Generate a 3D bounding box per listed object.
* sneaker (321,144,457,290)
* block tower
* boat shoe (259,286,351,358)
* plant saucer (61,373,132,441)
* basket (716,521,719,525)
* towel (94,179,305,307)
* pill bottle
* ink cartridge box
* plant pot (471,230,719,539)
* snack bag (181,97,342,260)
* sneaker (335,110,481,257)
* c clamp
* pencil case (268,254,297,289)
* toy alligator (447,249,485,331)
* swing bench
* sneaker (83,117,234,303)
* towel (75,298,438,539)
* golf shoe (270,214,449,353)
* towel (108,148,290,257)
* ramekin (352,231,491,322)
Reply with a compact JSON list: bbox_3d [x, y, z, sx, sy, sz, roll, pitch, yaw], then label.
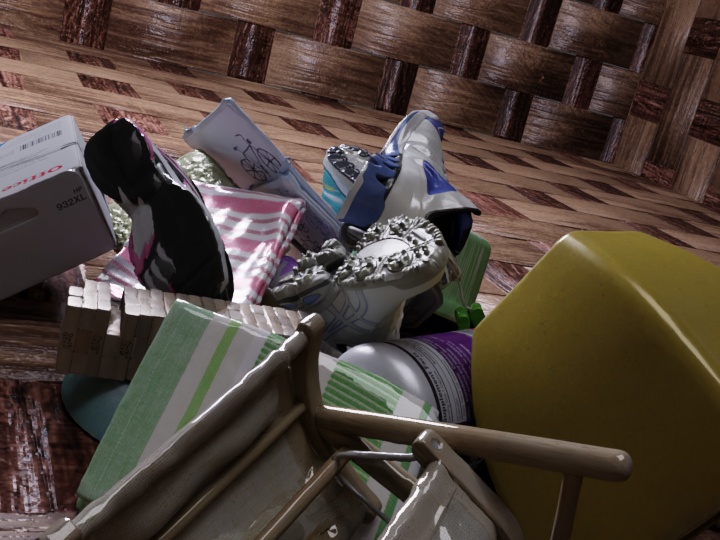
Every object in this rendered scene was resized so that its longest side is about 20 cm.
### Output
[{"bbox_3d":[0.026,-0.046,0.920,0.076,0.081,0.201,-17,53,-34],"label":"sneaker"},{"bbox_3d":[-0.124,0.054,0.678,0.196,0.059,0.054,11,18,-20],"label":"block tower"},{"bbox_3d":[-0.049,0.059,0.813,0.197,0.071,0.071,27,16,12],"label":"boat shoe"},{"bbox_3d":[-0.135,0.090,0.712,0.195,0.037,0.200,15,16,-4],"label":"plant saucer"},{"bbox_3d":[0.274,0.112,0.801,0.196,0.145,0.149,22,17,-5],"label":"basket"},{"bbox_3d":[-0.143,-0.021,0.813,0.143,0.030,0.202,11,41,10],"label":"towel"},{"bbox_3d":[0.045,0.108,0.685,0.198,0.115,0.112,-3,25,-46],"label":"pill bottle"},{"bbox_3d":[-0.314,-0.060,0.834,0.143,0.085,0.200,-25,28,-9],"label":"ink cartridge box"},{"bbox_3d":[0.192,0.083,0.627,0.192,0.196,0.202,-2,53,-46],"label":"plant pot"},{"bbox_3d":[-0.104,-0.090,0.956,0.200,0.021,0.188,48,-20,-15],"label":"snack bag"},{"bbox_3d":[0.057,-0.068,0.839,0.114,0.081,0.200,35,33,0],"label":"sneaker"},{"bbox_3d":[0.000,0.000,0.886,0.170,0.027,0.200,41,-19,-4],"label":"c clamp"},{"bbox_3d":[-0.075,0.017,0.915,0.197,0.087,0.083,26,18,28],"label":"pencil case"},{"bbox_3d":[0.104,0.077,0.817,0.054,0.202,0.059,-28,15,8],"label":"toy alligator"},{"bbox_3d":[-0.006,0.146,0.414,0.197,0.132,0.198,20,34,26],"label":"swing bench"},{"bbox_3d":[-0.153,-0.043,0.761,0.202,0.080,0.086,61,14,23],"label":"sneaker"},{"bbox_3d":[-0.062,0.116,0.564,0.196,0.155,0.024,18,-28,11],"label":"towel"},{"bbox_3d":[0.016,0.020,0.709,0.078,0.098,0.199,-47,18,-29],"label":"golf shoe"},{"bbox_3d":[-0.174,-0.040,0.911,0.200,0.148,0.037,42,-15,35],"label":"towel"},{"bbox_3d":[0.056,-0.020,1.039,0.196,0.099,0.200,24,1,-1],"label":"ramekin"}]
